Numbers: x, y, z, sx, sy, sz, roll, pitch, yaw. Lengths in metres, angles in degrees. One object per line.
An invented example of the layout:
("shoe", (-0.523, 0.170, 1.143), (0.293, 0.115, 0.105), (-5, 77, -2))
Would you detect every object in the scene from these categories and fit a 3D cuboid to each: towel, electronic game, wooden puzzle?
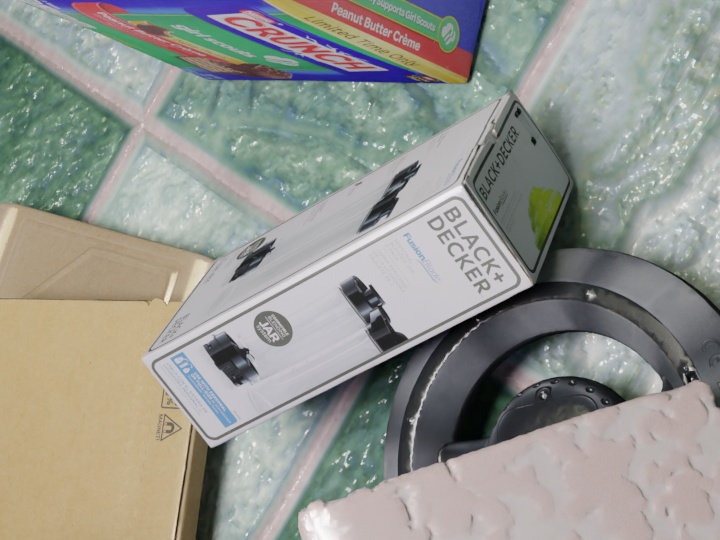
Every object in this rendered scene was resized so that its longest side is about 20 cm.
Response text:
("towel", (0.093, 0.159, 0.689), (0.032, 0.191, 0.200), (122, 129, -66))
("electronic game", (0.096, 0.089, 0.808), (0.200, 0.042, 0.200), (-7, 77, 34))
("wooden puzzle", (-0.175, 0.064, 1.041), (0.200, 0.037, 0.185), (15, 85, 36))

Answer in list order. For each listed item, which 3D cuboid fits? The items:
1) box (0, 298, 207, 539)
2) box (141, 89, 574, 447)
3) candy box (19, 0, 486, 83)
("box", (-0.159, 0.114, 0.977), (0.163, 0.021, 0.200), (0, 77, 30))
("box", (0.000, 0.000, 0.866), (0.200, 0.060, 0.117), (-29, 15, 27))
("candy box", (-0.059, -0.155, 0.936), (0.200, 0.169, 0.077), (5, 82, 40))
